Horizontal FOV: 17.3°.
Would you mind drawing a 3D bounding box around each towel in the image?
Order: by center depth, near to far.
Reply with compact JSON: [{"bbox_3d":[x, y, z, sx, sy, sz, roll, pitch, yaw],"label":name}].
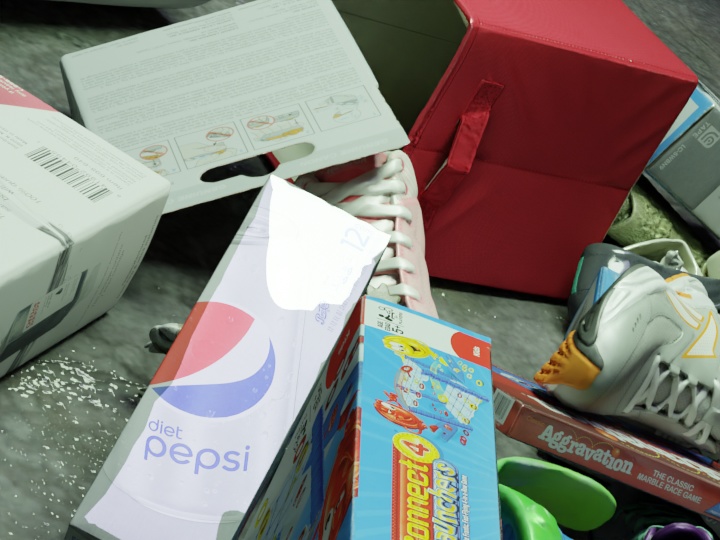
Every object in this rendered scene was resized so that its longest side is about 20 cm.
[{"bbox_3d":[0.161,-0.060,1.563,0.148,0.036,0.200,35,13,-43],"label":"towel"}]

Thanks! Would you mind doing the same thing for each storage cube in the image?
[{"bbox_3d":[0.061,-0.108,1.443,0.179,0.171,0.200,10,29,-35],"label":"storage cube"}]

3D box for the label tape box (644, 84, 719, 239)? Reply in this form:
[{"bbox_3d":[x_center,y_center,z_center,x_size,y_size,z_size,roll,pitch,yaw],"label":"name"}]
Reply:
[{"bbox_3d":[0.231,-0.071,1.557,0.200,0.063,0.144,38,12,-38],"label":"label tape box"}]

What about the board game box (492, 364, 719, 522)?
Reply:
[{"bbox_3d":[0.126,0.087,1.167,0.200,0.019,0.103,24,6,-32],"label":"board game box"}]

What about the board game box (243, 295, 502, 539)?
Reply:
[{"bbox_3d":[-0.015,0.141,0.858,0.056,0.200,0.196,21,25,-9],"label":"board game box"}]

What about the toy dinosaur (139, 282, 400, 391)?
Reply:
[{"bbox_3d":[-0.006,0.072,1.135,0.200,0.102,0.077,44,53,5],"label":"toy dinosaur"}]

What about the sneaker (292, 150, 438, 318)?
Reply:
[{"bbox_3d":[0.000,0.000,1.237,0.075,0.105,0.200,-11,24,2],"label":"sneaker"}]

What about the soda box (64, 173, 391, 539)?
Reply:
[{"bbox_3d":[-0.058,0.058,1.022,0.063,0.068,0.200,27,57,2],"label":"soda box"}]

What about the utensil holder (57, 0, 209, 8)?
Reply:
[{"bbox_3d":[-0.178,-0.250,1.490,0.200,0.170,0.170,-1,37,-47],"label":"utensil holder"}]

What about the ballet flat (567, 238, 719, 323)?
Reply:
[{"bbox_3d":[0.213,0.015,1.465,0.200,0.073,0.073,8,31,-30],"label":"ballet flat"}]

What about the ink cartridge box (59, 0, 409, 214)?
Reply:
[{"bbox_3d":[-0.071,-0.079,1.307,0.162,0.057,0.200,-17,39,-7],"label":"ink cartridge box"}]

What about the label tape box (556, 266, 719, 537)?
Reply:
[{"bbox_3d":[0.207,0.090,1.333,0.200,0.063,0.144,26,25,-1],"label":"label tape box"}]

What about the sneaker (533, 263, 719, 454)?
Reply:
[{"bbox_3d":[0.159,0.052,1.183,0.092,0.076,0.200,45,20,17],"label":"sneaker"}]

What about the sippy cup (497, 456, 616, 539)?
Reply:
[{"bbox_3d":[0.079,0.174,0.983,0.130,0.178,0.140,28,-6,-23],"label":"sippy cup"}]

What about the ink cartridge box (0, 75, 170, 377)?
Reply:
[{"bbox_3d":[-0.203,-0.021,1.123,0.145,0.085,0.200,32,24,11],"label":"ink cartridge box"}]

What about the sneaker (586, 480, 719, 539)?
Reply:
[{"bbox_3d":[0.154,0.139,1.140,0.074,0.088,0.200,0,29,-4],"label":"sneaker"}]
